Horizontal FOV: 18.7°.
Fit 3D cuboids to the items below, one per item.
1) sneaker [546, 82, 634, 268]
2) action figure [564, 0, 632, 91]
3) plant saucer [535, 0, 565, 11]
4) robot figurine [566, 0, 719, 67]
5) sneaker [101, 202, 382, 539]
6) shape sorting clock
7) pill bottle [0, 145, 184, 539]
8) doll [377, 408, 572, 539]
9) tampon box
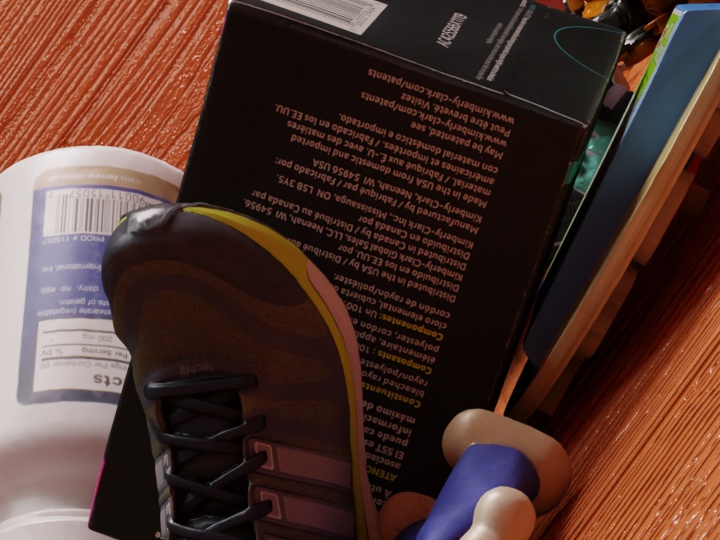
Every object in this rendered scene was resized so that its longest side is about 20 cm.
[{"bbox_3d":[0.079,-0.022,0.962,0.088,0.074,0.200,-64,-13,26],"label":"sneaker"},{"bbox_3d":[0.099,-0.104,1.178,0.201,0.102,0.119,-53,14,-2],"label":"action figure"},{"bbox_3d":[0.021,-0.070,1.035,0.200,0.051,0.201,-35,-6,-4],"label":"plant saucer"},{"bbox_3d":[0.146,-0.141,0.910,0.144,0.058,0.200,-31,-2,-15],"label":"robot figurine"},{"bbox_3d":[-0.034,0.072,0.683,0.073,0.201,0.081,-8,27,22],"label":"sneaker"},{"bbox_3d":[0.105,-0.031,0.783,0.200,0.039,0.201,90,-154,-82],"label":"shape sorting clock"},{"bbox_3d":[-0.116,0.057,0.928,0.111,0.110,0.201,129,148,-48],"label":"pill bottle"},{"bbox_3d":[0.012,0.108,0.599,0.137,0.048,0.200,-54,2,30],"label":"doll"},{"bbox_3d":[0.000,0.000,0.793,0.150,0.125,0.201,-59,-12,-69],"label":"tampon box"}]
